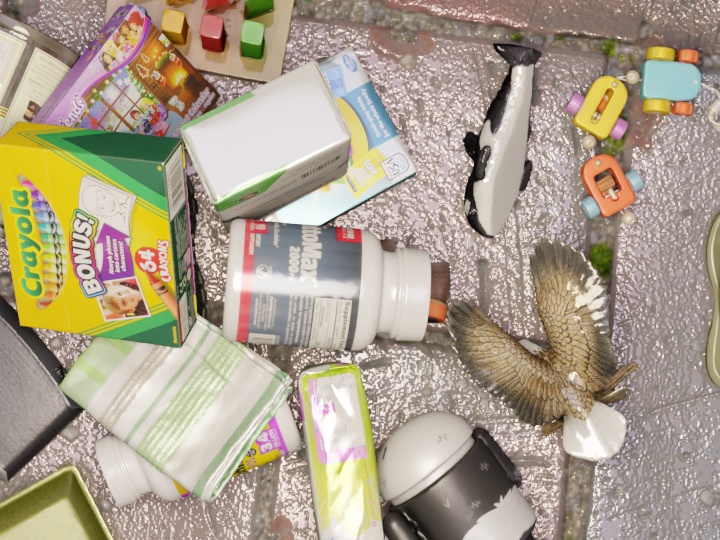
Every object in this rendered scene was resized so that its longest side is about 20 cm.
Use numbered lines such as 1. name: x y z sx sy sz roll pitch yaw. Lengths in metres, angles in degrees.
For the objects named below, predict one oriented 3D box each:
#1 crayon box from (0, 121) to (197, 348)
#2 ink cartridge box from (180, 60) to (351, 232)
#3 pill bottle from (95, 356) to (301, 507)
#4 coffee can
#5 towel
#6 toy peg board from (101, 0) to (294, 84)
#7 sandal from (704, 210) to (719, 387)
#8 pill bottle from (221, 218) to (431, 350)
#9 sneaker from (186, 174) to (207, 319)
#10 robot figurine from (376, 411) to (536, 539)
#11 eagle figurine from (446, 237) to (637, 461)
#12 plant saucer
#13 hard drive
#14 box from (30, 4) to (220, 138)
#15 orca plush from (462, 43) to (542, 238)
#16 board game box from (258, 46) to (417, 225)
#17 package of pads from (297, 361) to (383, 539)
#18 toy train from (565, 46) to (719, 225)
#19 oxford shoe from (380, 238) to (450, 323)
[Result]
1. crayon box: -0.250 -0.033 1.364 0.170 0.058 0.202 6 121 12
2. ink cartridge box: -0.090 -0.115 1.397 0.145 0.200 0.085 -27 85 -5
3. pill bottle: -0.167 0.171 1.469 0.198 0.104 0.106 -22 88 -4
4. coffee can: -0.389 -0.153 1.453 0.145 0.146 0.202 23 85 -2
5. towel: -0.185 0.114 1.415 0.199 0.031 0.150 34 79 14
6. toy peg board: -0.164 -0.318 1.502 0.196 0.098 0.203 10 86 -3
7. sandal: 0.415 0.029 1.537 0.078 0.057 0.204 2 86 -4
8. pill bottle: -0.034 0.016 1.405 0.197 0.120 0.122 4 86 -6
9. sneaker: -0.208 -0.003 1.503 0.078 0.075 0.203 -7 82 12
10. robot figurine: 0.100 0.243 1.474 0.124 0.150 0.201 -37 90 12
11. eagle figurine: 0.193 0.091 1.477 0.149 0.201 0.153 -2 46 33
12. plant saucer: -0.334 0.334 1.477 0.198 0.048 0.202 -28 88 -5
13. hard drive: -0.394 0.108 1.489 0.135 0.042 0.200 -42 90 -5
14. box: -0.247 -0.148 1.450 0.137 0.039 0.201 44 70 -32
15. orca plush: 0.133 -0.142 1.522 0.070 0.105 0.203 16 113 35
16. board game box: -0.061 -0.122 1.522 0.198 0.047 0.152 -29 89 -5
17. package of pads: -0.021 0.195 1.451 0.067 0.155 0.203 -8 87 -4
18. toy train: 0.302 -0.149 1.545 0.199 0.056 0.151 -34 90 -2
19. oxford shoe: 0.000 0.000 1.512 0.197 0.071 0.074 14 79 -12
